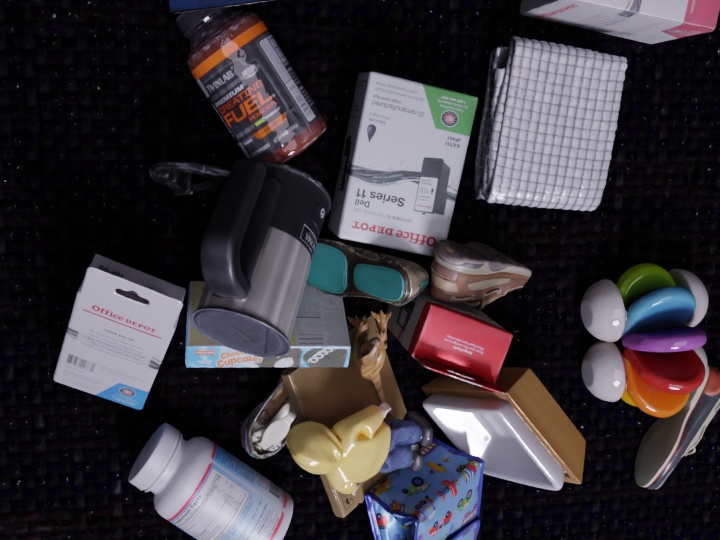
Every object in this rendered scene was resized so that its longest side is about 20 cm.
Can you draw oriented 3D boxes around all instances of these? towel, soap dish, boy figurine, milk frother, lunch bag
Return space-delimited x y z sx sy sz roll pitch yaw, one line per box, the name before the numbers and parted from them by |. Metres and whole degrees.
towel | 0.235 -0.184 1.040 0.161 0.086 0.206 4 101 -10
soap dish | 0.184 0.197 1.050 0.081 0.199 0.158 -46 105 -23
boy figurine | -0.005 0.220 0.988 0.196 0.064 0.127 3 113 -36
milk frother | -0.158 -0.027 0.927 0.181 0.196 0.192 46 51 -45
lunch bag | 0.091 0.358 1.090 0.149 0.093 0.205 -28 122 -41

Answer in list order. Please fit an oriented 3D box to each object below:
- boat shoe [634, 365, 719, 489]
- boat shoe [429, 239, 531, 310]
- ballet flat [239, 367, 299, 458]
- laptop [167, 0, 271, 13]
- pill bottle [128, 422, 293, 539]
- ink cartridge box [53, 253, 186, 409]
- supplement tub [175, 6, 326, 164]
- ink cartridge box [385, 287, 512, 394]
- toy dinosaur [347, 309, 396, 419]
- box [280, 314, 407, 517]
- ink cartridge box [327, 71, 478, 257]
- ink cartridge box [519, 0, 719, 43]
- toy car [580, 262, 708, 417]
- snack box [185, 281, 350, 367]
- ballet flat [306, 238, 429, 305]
boat shoe | 0.463 0.229 1.168 0.062 0.071 0.203 28 90 -17
boat shoe | 0.148 0.009 1.032 0.197 0.075 0.073 6 110 -48
ballet flat | -0.081 0.164 1.052 0.072 0.072 0.201 39 91 -15
laptop | -0.134 -0.386 0.902 0.182 0.116 0.206 -10 95 -9
pill bottle | -0.190 0.284 1.033 0.199 0.109 0.110 38 92 -14
ink cartridge box | -0.277 0.062 0.948 0.114 0.068 0.202 22 128 -13
supplement tub | -0.132 -0.222 0.951 0.106 0.107 0.202 -35 104 -2
ink cartridge box | 0.109 0.076 1.001 0.114 0.200 0.069 19 97 -15
toy dinosaur | 0.012 0.112 1.015 0.059 0.201 0.109 -1 65 10
box | -0.007 0.184 1.050 0.162 0.021 0.204 -32 108 -41
ink cartridge box | 0.050 -0.130 1.013 0.143 0.083 0.205 9 100 -12
ink cartridge box | 0.314 -0.342 0.990 0.195 0.147 0.085 8 98 -12
toy car | 0.396 0.096 1.086 0.170 0.150 0.206 -6 102 -9
snack box | -0.115 0.066 1.002 0.194 0.118 0.038 2 129 -10
ballet flat | 0.000 0.000 1.015 0.075 0.196 0.070 -14 112 -52
